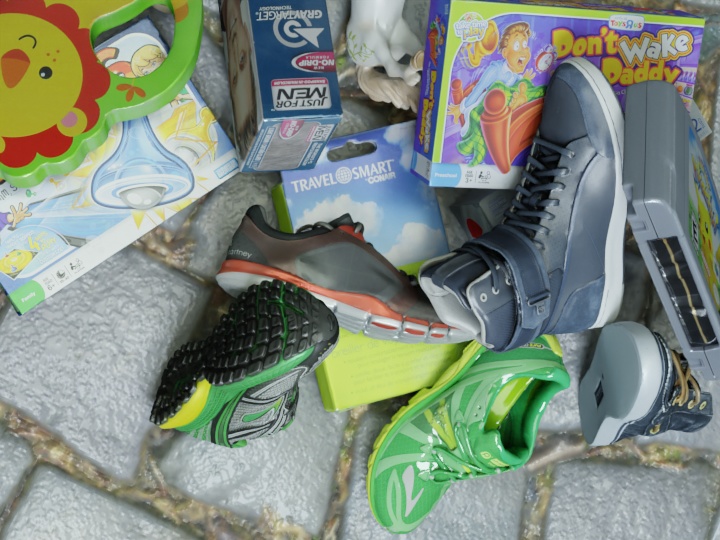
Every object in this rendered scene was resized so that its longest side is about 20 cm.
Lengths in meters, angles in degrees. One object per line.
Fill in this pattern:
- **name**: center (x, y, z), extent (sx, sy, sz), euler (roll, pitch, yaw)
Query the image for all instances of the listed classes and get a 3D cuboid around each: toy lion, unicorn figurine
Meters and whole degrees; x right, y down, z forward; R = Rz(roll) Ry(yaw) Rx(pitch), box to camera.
- **toy lion**: center (-0.213, -0.153, 1.192), extent (0.199, 0.069, 0.192), euler (3, 76, -2)
- **unicorn figurine**: center (0.023, -0.222, 1.269), extent (0.074, 0.137, 0.201), euler (9, 98, -35)

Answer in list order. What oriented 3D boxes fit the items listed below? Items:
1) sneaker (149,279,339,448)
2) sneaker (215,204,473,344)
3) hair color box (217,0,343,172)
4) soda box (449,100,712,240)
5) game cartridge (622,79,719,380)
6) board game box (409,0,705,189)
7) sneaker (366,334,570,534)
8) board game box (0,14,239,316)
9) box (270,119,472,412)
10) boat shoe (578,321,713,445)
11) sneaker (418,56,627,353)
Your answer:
- **sneaker**: center (-0.069, 0.069, 1.191), extent (0.085, 0.200, 0.078), euler (24, 58, -23)
- **sneaker**: center (0.000, 0.000, 1.219), extent (0.199, 0.077, 0.082), euler (16, 77, -13)
- **hair color box**: center (-0.064, -0.182, 1.221), extent (0.060, 0.100, 0.201), euler (-4, 72, -15)
- **soda box**: center (0.172, -0.079, 1.320), extent (0.200, 0.068, 0.064), euler (-35, 99, -14)
- **game cartridge**: center (0.227, -0.033, 1.189), extent (0.040, 0.200, 0.134), euler (-12, 47, 19)
- **board game box**: center (0.143, -0.128, 1.233), extent (0.199, 0.045, 0.135), euler (1, 106, -18)
- **sneaker**: center (0.077, 0.123, 1.248), extent (0.074, 0.084, 0.200), euler (27, 110, -38)
- **board game box**: center (-0.203, -0.077, 1.235), extent (0.200, 0.034, 0.136), euler (-35, 96, -15)
- **box**: center (0.008, -0.003, 1.281), extent (0.122, 0.048, 0.201), euler (-13, 90, -16)
- **boat shoe**: center (0.223, 0.080, 1.255), extent (0.091, 0.200, 0.071), euler (-7, 73, -5)
- **sneaker**: center (0.113, -0.040, 1.172), extent (0.146, 0.077, 0.203), euler (-13, 111, -27)
